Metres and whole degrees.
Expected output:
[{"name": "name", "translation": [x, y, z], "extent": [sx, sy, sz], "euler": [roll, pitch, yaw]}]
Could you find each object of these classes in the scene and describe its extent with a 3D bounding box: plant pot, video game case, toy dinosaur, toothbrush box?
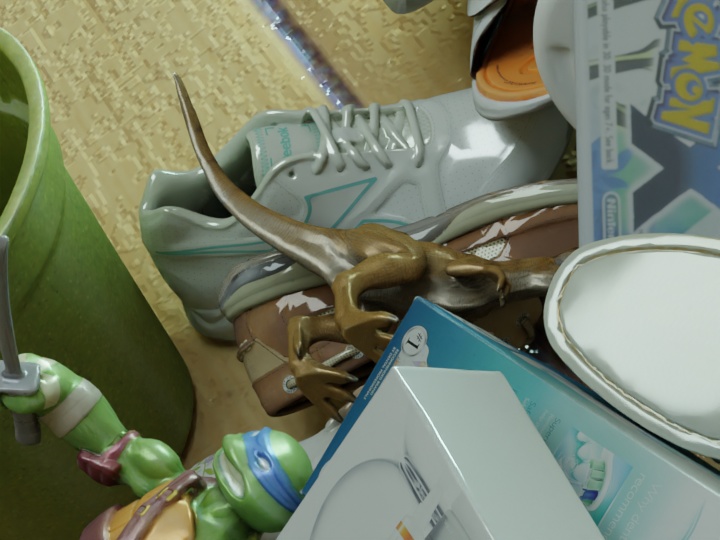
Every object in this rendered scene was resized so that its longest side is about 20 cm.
[{"name": "plant pot", "translation": [-0.170, 0.028, 1.194], "extent": [0.199, 0.184, 0.201], "euler": [-18, 46, 20]}, {"name": "video game case", "translation": [0.164, -0.070, 0.987], "extent": [0.181, 0.022, 0.202], "euler": [0, 97, 17]}, {"name": "toy dinosaur", "translation": [0.000, 0.000, 1.102], "extent": [0.199, 0.061, 0.106], "euler": [16, 43, 10]}, {"name": "toothbrush box", "translation": [0.100, 0.104, 0.955], "extent": [0.200, 0.146, 0.086], "euler": [32, 92, 46]}]

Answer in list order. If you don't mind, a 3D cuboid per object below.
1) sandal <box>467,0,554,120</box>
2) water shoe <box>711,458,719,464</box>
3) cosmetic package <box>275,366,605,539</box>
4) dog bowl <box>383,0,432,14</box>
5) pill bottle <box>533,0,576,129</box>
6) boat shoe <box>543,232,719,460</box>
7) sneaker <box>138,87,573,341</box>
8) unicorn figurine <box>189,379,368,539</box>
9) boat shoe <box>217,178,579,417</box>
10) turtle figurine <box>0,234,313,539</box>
[{"name": "sandal", "translation": [0.081, -0.135, 1.203], "extent": [0.079, 0.059, 0.207], "euler": [-19, 28, 24]}, {"name": "water shoe", "translation": [0.180, -0.018, 1.036], "extent": [0.200, 0.079, 0.072], "euler": [-48, 4, 2]}, {"name": "cosmetic package", "translation": [0.033, 0.153, 0.867], "extent": [0.151, 0.051, 0.200], "euler": [-58, 46, 32]}, {"name": "dog bowl", "translation": [0.066, -0.205, 1.220], "extent": [0.200, 0.079, 0.200], "euler": [-41, -3, -2]}, {"name": "pill bottle", "translation": [0.144, -0.137, 1.111], "extent": [0.111, 0.112, 0.200], "euler": [-9, 34, 29]}, {"name": "boat shoe", "translation": [0.159, 0.038, 0.950], "extent": [0.199, 0.062, 0.075], "euler": [12, 82, 20]}, {"name": "sneaker", "translation": [-0.004, -0.038, 1.213], "extent": [0.199, 0.080, 0.071], "euler": [-25, 42, 13]}, {"name": "unicorn figurine", "translation": [-0.014, 0.097, 1.106], "extent": [0.199, 0.074, 0.138], "euler": [-4, 57, 29]}, {"name": "boat shoe", "translation": [0.043, 0.013, 1.151], "extent": [0.199, 0.076, 0.072], "euler": [-15, 78, 13]}, {"name": "turtle figurine", "translation": [-0.124, 0.102, 0.992], "extent": [0.194, 0.200, 0.144], "euler": [-44, 67, 18]}]
